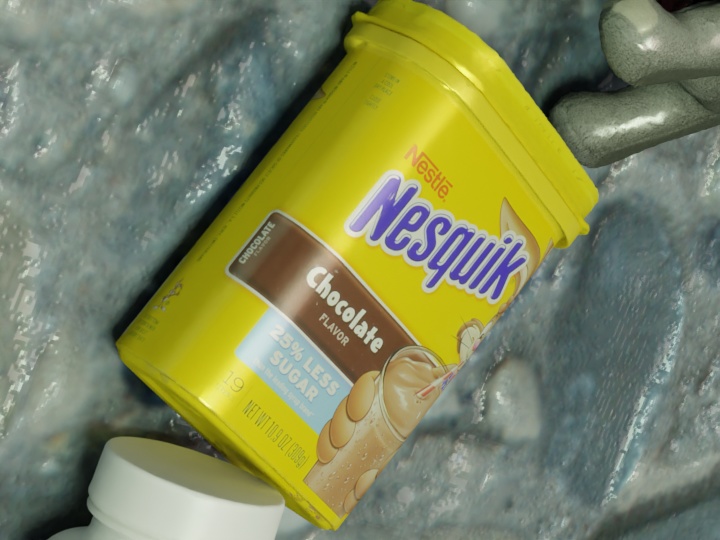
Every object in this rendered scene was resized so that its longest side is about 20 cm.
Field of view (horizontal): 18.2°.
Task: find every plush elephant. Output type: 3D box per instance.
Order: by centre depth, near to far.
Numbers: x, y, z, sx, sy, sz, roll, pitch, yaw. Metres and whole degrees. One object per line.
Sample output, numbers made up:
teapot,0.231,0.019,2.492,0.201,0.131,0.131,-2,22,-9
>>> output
plush elephant,0.174,-0.160,1.064,0.199,0.155,0.165,-14,166,-2

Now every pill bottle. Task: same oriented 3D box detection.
pill bottle,-0.102,0.179,0.972,0.111,0.111,0.201,13,99,-44

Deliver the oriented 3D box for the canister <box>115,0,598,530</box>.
canister,0.000,0.000,1.008,0.200,0.086,0.149,-52,133,-10
